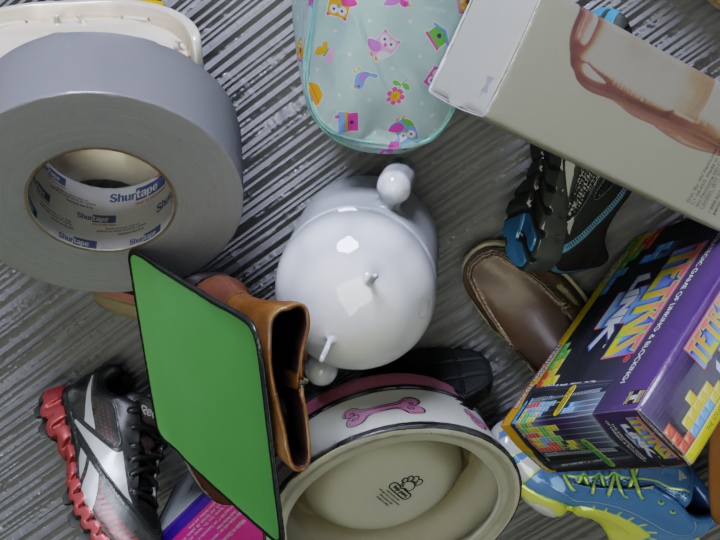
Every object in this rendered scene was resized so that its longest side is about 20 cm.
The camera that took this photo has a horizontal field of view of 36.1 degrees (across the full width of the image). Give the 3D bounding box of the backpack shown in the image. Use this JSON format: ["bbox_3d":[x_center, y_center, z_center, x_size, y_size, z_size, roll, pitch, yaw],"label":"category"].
[{"bbox_3d":[0.017,-0.186,0.777,0.165,0.127,0.202,9,112,0],"label":"backpack"}]

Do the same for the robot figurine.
[{"bbox_3d":[0.000,0.000,0.800,0.112,0.200,0.171,19,109,-1],"label":"robot figurine"}]

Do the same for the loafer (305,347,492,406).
[{"bbox_3d":[0.019,0.124,0.918,0.198,0.073,0.073,-20,133,8],"label":"loafer"}]

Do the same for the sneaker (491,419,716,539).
[{"bbox_3d":[0.204,0.162,0.886,0.199,0.076,0.105,30,135,-15],"label":"sneaker"}]

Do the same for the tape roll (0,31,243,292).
[{"bbox_3d":[-0.183,-0.072,0.790,0.198,0.067,0.201,-5,140,-4],"label":"tape roll"}]

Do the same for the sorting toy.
[{"bbox_3d":[-0.213,-0.107,0.849,0.198,0.107,0.181,-3,121,-4],"label":"sorting toy"}]

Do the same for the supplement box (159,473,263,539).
[{"bbox_3d":[-0.068,0.247,0.942,0.200,0.101,0.103,44,107,-9],"label":"supplement box"}]

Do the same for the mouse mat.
[{"bbox_3d":[-0.109,0.082,0.762,0.007,0.199,0.162,-17,115,-29],"label":"mouse mat"}]

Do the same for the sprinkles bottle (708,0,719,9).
[{"bbox_3d":[0.252,-0.224,0.769,0.199,0.068,0.068,37,108,-6],"label":"sprinkles bottle"}]

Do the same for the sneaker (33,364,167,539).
[{"bbox_3d":[-0.195,0.156,0.899,0.098,0.201,0.071,-35,144,3],"label":"sneaker"}]

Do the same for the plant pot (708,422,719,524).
[{"bbox_3d":[0.336,0.125,0.820,0.139,0.200,0.202,2,109,22],"label":"plant pot"}]

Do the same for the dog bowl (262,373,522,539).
[{"bbox_3d":[0.018,0.161,0.849,0.198,0.074,0.201,-7,132,-8],"label":"dog bowl"}]

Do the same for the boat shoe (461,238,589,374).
[{"bbox_3d":[0.160,0.057,0.867,0.202,0.075,0.075,41,108,-8],"label":"boat shoe"}]

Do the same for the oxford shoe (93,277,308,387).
[{"bbox_3d":[-0.130,0.055,0.902,0.198,0.071,0.075,19,112,0],"label":"oxford shoe"}]

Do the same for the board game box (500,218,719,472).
[{"bbox_3d":[0.206,0.045,0.765,0.057,0.165,0.200,43,65,-8],"label":"board game box"}]

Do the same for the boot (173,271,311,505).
[{"bbox_3d":[-0.071,0.101,0.775,0.068,0.200,0.190,-2,99,-27],"label":"boot"}]

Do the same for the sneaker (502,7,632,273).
[{"bbox_3d":[0.169,-0.094,0.831,0.081,0.073,0.202,7,108,-25],"label":"sneaker"}]

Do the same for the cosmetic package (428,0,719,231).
[{"bbox_3d":[0.159,-0.109,0.723,0.199,0.103,0.088,20,102,-24],"label":"cosmetic package"}]
